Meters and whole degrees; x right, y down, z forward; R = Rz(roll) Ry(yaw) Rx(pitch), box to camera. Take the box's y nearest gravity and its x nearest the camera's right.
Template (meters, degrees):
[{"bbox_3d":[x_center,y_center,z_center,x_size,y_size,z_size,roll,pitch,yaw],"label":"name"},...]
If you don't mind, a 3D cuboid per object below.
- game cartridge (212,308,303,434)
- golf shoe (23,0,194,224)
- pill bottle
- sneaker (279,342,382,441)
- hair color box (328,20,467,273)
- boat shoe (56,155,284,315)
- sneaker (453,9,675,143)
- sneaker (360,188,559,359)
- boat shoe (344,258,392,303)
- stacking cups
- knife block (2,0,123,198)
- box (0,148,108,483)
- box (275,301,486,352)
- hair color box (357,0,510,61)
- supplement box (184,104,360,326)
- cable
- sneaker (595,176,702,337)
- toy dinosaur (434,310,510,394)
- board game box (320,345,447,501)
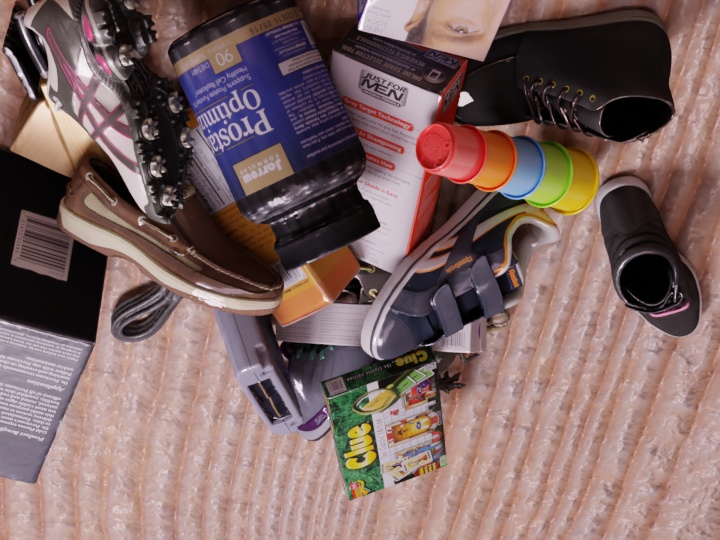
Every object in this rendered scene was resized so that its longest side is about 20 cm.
[{"bbox_3d":[-0.098,0.059,1.540,0.041,0.134,0.200,-17,157,1],"label":"game cartridge"},{"bbox_3d":[-0.191,-0.130,1.345,0.088,0.077,0.201,-4,117,26],"label":"golf shoe"},{"bbox_3d":[-0.063,-0.107,1.362,0.111,0.112,0.201,-24,93,22],"label":"pill bottle"},{"bbox_3d":[-0.025,0.080,1.632,0.087,0.075,0.200,34,122,-12],"label":"sneaker"},{"bbox_3d":[0.018,-0.100,1.440,0.101,0.061,0.201,24,135,13],"label":"hair color box"},{"bbox_3d":[-0.150,-0.032,1.409,0.201,0.075,0.075,23,113,3],"label":"boat shoe"},{"bbox_3d":[0.153,-0.143,1.388,0.199,0.107,0.075,-15,132,16],"label":"sneaker"},{"bbox_3d":[0.088,0.008,1.475,0.200,0.079,0.079,-47,150,-13],"label":"sneaker"},{"bbox_3d":[0.000,0.000,1.543,0.200,0.061,0.072,9,166,-3],"label":"boat shoe"},{"bbox_3d":[0.116,-0.088,1.417,0.199,0.061,0.060,10,140,-47],"label":"stacking cups"},{"bbox_3d":[-0.204,-0.153,1.413,0.199,0.064,0.176,26,129,-21],"label":"knife block"},{"bbox_3d":[-0.303,0.040,1.504,0.123,0.201,0.197,17,132,-16],"label":"box"},{"bbox_3d":[0.018,0.050,1.563,0.199,0.042,0.039,1,179,27],"label":"box"},{"bbox_3d":[0.077,-0.263,1.306,0.109,0.065,0.201,12,134,-12],"label":"hair color box"},{"bbox_3d":[-0.087,-0.057,1.450,0.069,0.067,0.201,-24,104,35],"label":"supplement box"},{"bbox_3d":[-0.167,0.000,1.591,0.097,0.051,0.200,3,149,-26],"label":"cable"},{"bbox_3d":[0.263,0.018,1.546,0.070,0.100,0.200,-19,132,15],"label":"sneaker"},{"bbox_3d":[0.061,0.108,1.641,0.200,0.047,0.088,-40,140,-10],"label":"toy dinosaur"},{"bbox_3d":[0.025,0.142,1.581,0.104,0.024,0.200,-17,146,-5],"label":"board game box"}]
